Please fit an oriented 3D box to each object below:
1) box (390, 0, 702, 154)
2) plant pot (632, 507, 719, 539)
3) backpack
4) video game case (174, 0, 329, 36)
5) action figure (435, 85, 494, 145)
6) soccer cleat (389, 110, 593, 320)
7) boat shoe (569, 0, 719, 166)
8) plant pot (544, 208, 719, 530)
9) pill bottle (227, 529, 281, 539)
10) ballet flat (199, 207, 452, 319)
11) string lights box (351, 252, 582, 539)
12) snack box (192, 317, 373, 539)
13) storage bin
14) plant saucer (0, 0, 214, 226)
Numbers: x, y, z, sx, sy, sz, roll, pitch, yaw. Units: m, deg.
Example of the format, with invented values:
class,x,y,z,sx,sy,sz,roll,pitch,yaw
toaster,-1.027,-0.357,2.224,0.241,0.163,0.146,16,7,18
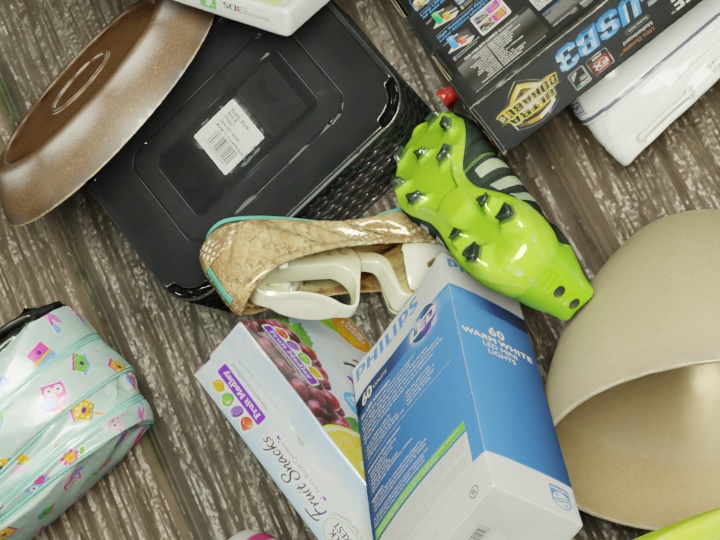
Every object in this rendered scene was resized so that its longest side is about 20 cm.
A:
class,x,y,z,sx,sy,sz,roll,pitch,yaw
box,0.121,-0.192,0.896,0.200,0.050,0.199,-39,36,8
plant pot,0.174,0.237,0.787,0.181,0.199,0.200,-28,73,47
backpack,-0.239,0.115,0.980,0.200,0.167,0.127,-42,92,5
video game case,-0.071,-0.229,0.958,0.181,0.022,0.200,21,45,22
action figure,0.140,-0.160,0.939,0.200,0.052,0.066,-41,78,6
soccer cleat,0.073,-0.032,0.862,0.068,0.081,0.200,-47,29,11
boat shoe,0.224,-0.142,0.906,0.200,0.074,0.065,-37,94,9
plant pot,0.198,0.045,0.833,0.199,0.201,0.135,-9,54,16
pill bottle,-0.005,0.246,0.897,0.199,0.113,0.114,20,89,19
ballet flat,0.000,0.000,0.909,0.199,0.071,0.066,-7,56,-20
string lights box,0.051,0.092,0.801,0.059,0.200,0.103,25,119,-20
snack box,0.005,0.117,0.894,0.053,0.142,0.200,-45,73,18
storage bin,-0.066,-0.082,0.972,0.200,0.094,0.135,-42,73,8
plant saucer,-0.175,-0.115,0.970,0.200,0.200,0.032,-43,113,8
